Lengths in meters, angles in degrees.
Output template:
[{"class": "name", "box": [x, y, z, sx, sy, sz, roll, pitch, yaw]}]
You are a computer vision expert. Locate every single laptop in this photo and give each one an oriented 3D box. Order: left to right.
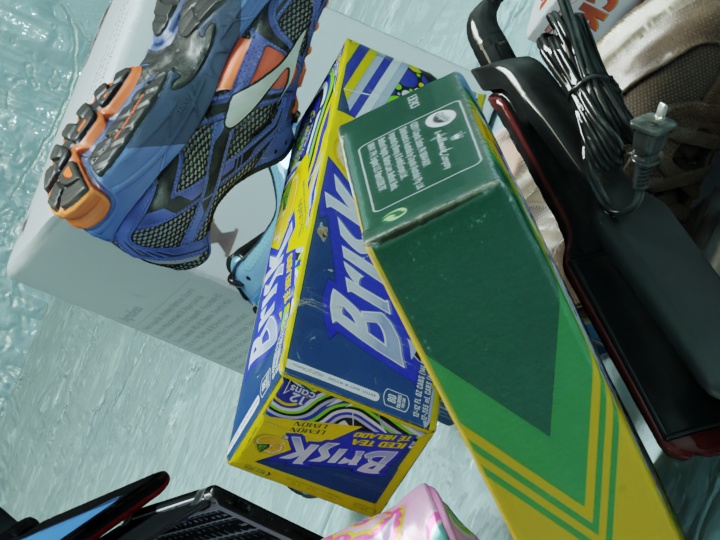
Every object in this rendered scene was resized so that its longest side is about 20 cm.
[{"class": "laptop", "box": [-0.080, 0.159, 1.155, 0.117, 0.199, 0.187, -66, 12, -14]}]

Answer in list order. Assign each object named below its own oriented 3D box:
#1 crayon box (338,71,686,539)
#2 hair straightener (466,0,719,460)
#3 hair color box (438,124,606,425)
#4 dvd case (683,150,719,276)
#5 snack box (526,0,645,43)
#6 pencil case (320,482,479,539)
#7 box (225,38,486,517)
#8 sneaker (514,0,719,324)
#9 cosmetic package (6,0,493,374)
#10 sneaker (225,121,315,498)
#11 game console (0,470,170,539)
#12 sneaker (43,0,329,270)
[{"class": "crayon box", "box": [0.060, 0.044, 0.923, 0.051, 0.201, 0.126, -25, 20, 5]}, {"class": "hair straightener", "box": [0.091, -0.039, 0.936, 0.077, 0.041, 0.201, -55, 50, 48]}, {"class": "hair color box", "box": [0.061, -0.003, 1.183, 0.200, 0.060, 0.101, 146, 144, -68]}, {"class": "dvd case", "box": [0.151, -0.046, 0.970, 0.144, 0.017, 0.200, -68, 12, -8]}, {"class": "snack box", "box": [0.140, -0.140, 1.059, 0.200, 0.072, 0.024, -53, 17, 50]}, {"class": "pencil case", "box": [-0.033, 0.164, 1.031, 0.199, 0.088, 0.087, -32, 15, 0]}, {"class": "box", "box": [0.000, 0.000, 1.132, 0.201, 0.070, 0.064, -80, 15, -45]}, {"class": "sneaker", "box": [0.097, -0.020, 1.002, 0.200, 0.070, 0.076, -51, 51, 31]}, {"class": "cosmetic package", "box": [-0.062, -0.048, 1.467, 0.165, 0.199, 0.166, 148, 143, -70]}, {"class": "sneaker", "box": [-0.021, 0.015, 1.342, 0.078, 0.089, 0.201, -40, -39, -61]}, {"class": "game console", "box": [-0.214, 0.115, 1.180, 0.200, 0.172, 0.119, -33, -25, -47]}, {"class": "sneaker", "box": [-0.055, -0.086, 1.190, 0.200, 0.078, 0.075, -53, 30, -12]}]
